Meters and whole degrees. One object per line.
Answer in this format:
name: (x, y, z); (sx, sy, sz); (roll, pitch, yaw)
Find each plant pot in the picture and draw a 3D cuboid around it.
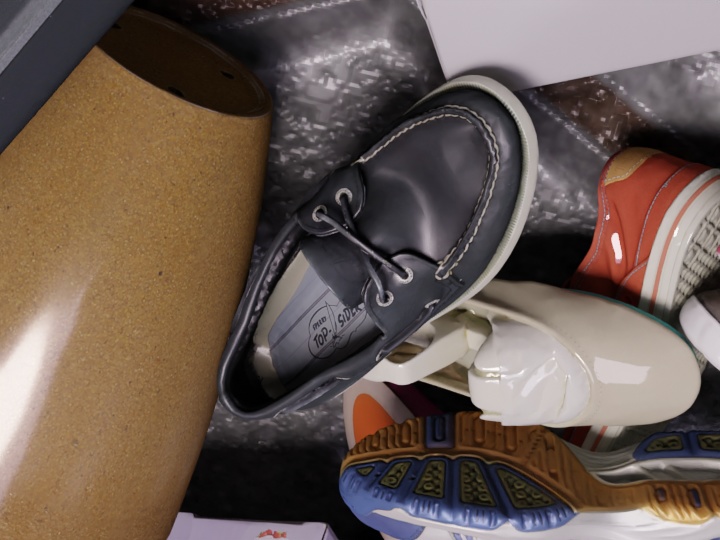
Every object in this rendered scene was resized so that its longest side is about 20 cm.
plant pot: (-0.123, -0.007, 1.050); (0.186, 0.187, 0.201); (25, 111, -9)

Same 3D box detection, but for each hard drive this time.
hard drive: (-0.113, -0.134, 0.963); (0.033, 0.140, 0.200); (30, 123, -25)

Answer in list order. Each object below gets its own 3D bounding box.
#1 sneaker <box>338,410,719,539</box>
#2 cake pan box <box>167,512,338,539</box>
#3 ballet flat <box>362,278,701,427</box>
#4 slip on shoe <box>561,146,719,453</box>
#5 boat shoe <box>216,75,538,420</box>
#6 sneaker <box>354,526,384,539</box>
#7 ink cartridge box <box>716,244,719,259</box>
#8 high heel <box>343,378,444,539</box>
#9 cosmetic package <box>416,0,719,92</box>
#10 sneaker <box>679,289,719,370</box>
sneaker: (0.088, 0.119, 1.074); (0.199, 0.075, 0.088); (6, 127, 3)
cake pan box: (-0.074, 0.185, 1.176); (0.199, 0.052, 0.185); (1, 139, 26)
ballet flat: (0.048, 0.035, 1.063); (0.199, 0.069, 0.070); (16, 131, 30)
slip on shoe: (0.119, 0.025, 1.098); (0.061, 0.074, 0.201); (36, 138, 26)
boat shoe: (-0.002, -0.002, 0.996); (0.075, 0.066, 0.199); (54, 133, 7)
sneaker: (0.089, 0.157, 1.186); (0.199, 0.076, 0.088); (-4, 119, 11)
ink cartridge box: (0.267, -0.029, 0.971); (0.146, 0.085, 0.200); (39, 94, -19)
high heel: (0.071, 0.120, 1.153); (0.200, 0.096, 0.067); (58, 137, 14)
cosmetic package: (0.119, -0.146, 0.955); (0.199, 0.085, 0.108); (-8, 124, 16)
sneaker: (0.231, 0.020, 1.061); (0.199, 0.077, 0.082); (10, 115, -25)
